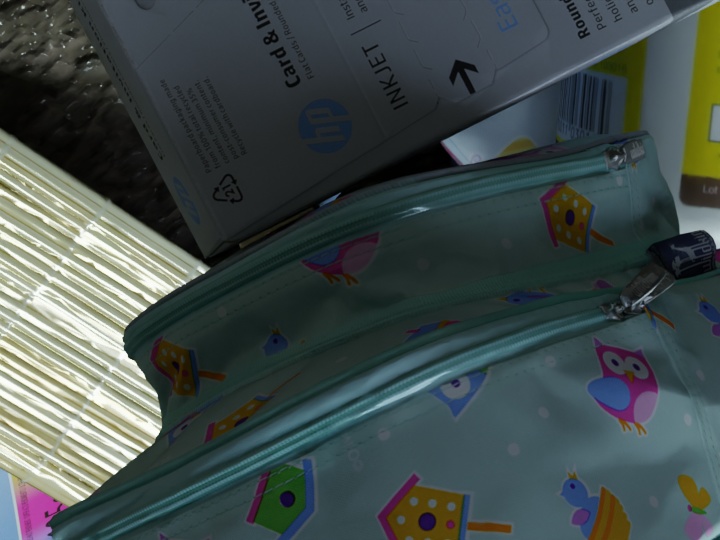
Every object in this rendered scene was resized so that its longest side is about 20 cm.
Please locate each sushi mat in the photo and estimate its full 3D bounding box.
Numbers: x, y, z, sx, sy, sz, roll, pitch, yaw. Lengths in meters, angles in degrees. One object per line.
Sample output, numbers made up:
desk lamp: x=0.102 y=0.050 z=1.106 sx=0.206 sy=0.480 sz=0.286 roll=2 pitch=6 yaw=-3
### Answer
sushi mat: x=-0.110 y=0.015 z=0.806 sx=0.200 sy=0.012 sz=0.096 roll=35 pitch=91 yaw=-35

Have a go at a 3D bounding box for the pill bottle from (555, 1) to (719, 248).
pill bottle: x=0.122 y=-0.112 z=0.783 sx=0.109 sy=0.109 sz=0.200 roll=-8 pitch=108 yaw=-43

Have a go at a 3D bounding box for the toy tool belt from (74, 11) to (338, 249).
toy tool belt: x=0.014 y=-0.093 z=0.756 sx=0.200 sy=0.123 sz=0.125 roll=-43 pitch=153 yaw=18

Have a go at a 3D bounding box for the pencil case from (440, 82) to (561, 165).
pencil case: x=0.108 y=-0.104 z=0.885 sx=0.200 sy=0.091 sz=0.083 roll=-38 pitch=155 yaw=11

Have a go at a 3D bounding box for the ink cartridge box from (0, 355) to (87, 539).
ink cartridge box: x=-0.197 y=0.082 z=0.873 sx=0.200 sy=0.076 sz=0.137 roll=-24 pitch=153 yaw=-16

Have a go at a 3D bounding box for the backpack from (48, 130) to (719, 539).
backpack: x=0.019 y=0.054 z=0.666 sx=0.176 sy=0.153 sz=0.200 roll=-26 pitch=180 yaw=35

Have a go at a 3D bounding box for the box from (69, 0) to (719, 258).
box: x=0.012 y=-0.116 z=0.676 sx=0.200 sy=0.156 sz=0.041 roll=-28 pitch=179 yaw=-14

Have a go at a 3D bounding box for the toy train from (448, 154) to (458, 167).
toy train: x=0.000 y=0.000 z=0.995 sx=0.200 sy=0.046 sz=0.034 roll=-33 pitch=177 yaw=4
